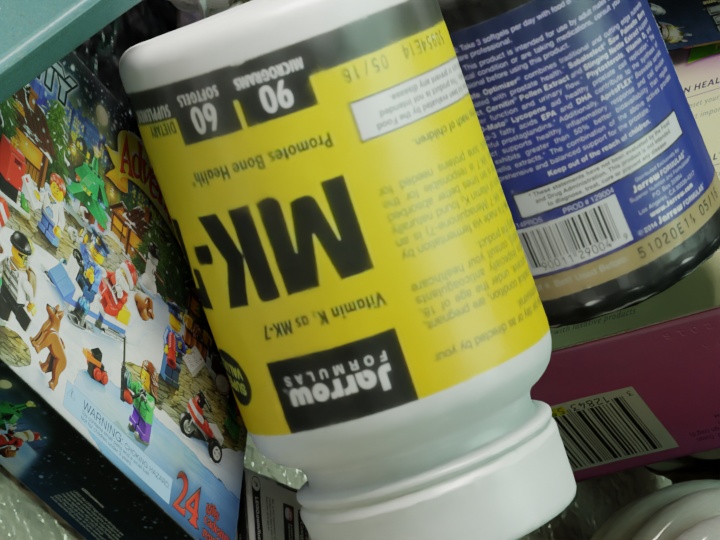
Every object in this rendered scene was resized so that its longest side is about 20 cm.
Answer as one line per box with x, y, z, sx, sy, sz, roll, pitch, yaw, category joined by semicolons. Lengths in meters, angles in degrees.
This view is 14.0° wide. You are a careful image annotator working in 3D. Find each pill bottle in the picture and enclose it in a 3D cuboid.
0.000;0.000;1.023;0.114;0.114;0.200;-34;105;-63;pill bottle
0.064;-0.086;1.176;0.200;0.112;0.112;66;27;-17;pill bottle

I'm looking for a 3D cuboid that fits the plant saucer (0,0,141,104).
-0.138;-0.076;0.915;0.070;0.019;0.200;49;42;-3;plant saucer

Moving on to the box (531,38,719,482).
0.141;-0.022;1.333;0.097;0.176;0.200;49;35;-41;box

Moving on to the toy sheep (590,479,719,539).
0.160;0.154;1.296;0.138;0.200;0.138;3;79;-17;toy sheep

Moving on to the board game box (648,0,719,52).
0.135;-0.156;1.354;0.035;0.200;0.136;57;36;-39;board game box

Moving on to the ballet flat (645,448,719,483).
0.165;0.074;1.383;0.072;0.200;0.068;2;91;-24;ballet flat

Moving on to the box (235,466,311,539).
-0.020;0.181;1.058;0.110;0.035;0.200;29;51;-53;box

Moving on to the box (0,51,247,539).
-0.103;0.000;0.992;0.200;0.038;0.137;48;36;-43;box

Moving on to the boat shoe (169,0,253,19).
-0.056;-0.125;1.110;0.069;0.071;0.200;-40;98;-19;boat shoe
